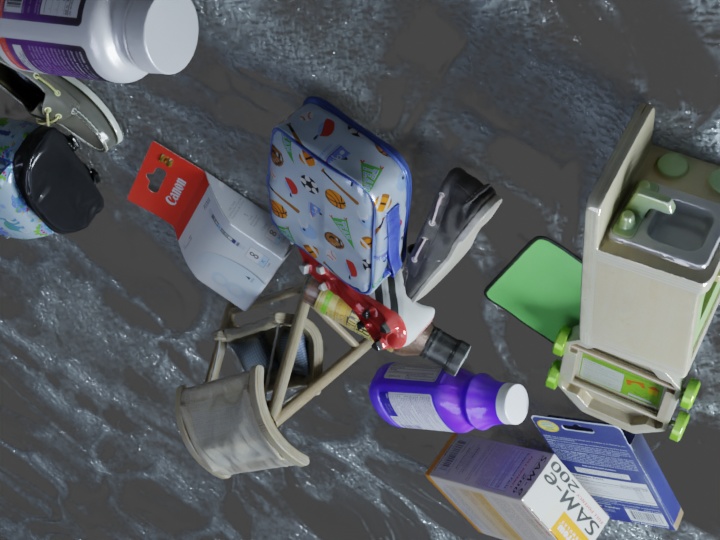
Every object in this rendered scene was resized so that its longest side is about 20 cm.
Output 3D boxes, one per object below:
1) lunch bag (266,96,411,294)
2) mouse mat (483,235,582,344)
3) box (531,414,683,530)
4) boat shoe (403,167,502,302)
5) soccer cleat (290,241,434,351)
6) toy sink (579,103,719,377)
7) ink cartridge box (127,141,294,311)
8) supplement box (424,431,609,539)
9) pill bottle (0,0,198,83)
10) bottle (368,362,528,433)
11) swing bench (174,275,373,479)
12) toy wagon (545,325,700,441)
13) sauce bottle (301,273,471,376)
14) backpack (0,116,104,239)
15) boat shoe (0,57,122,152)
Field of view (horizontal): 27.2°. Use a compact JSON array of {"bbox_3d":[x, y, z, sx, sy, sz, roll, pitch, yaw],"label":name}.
[{"bbox_3d":[-0.017,-0.070,1.517,0.160,0.076,0.201,34,153,21],"label":"lunch bag"},{"bbox_3d":[0.235,0.048,1.547,0.199,0.008,0.161,34,150,-2],"label":"mouse mat"},{"bbox_3d":[0.287,0.225,1.728,0.121,0.033,0.200,4,141,39],"label":"box"},{"bbox_3d":[0.082,-0.037,1.516,0.057,0.067,0.200,46,146,8],"label":"boat shoe"},{"bbox_3d":[0.000,0.000,1.638,0.200,0.085,0.069,49,141,17],"label":"soccer cleat"},{"bbox_3d":[0.268,-0.024,1.295,0.111,0.131,0.201,19,146,20],"label":"toy sink"},{"bbox_3d":[-0.185,-0.049,1.749,0.199,0.047,0.160,33,150,-5],"label":"ink cartridge box"},{"bbox_3d":[0.188,0.273,1.815,0.126,0.074,0.200,48,158,-25],"label":"supplement box"},{"bbox_3d":[-0.262,-0.245,1.477,0.199,0.112,0.112,11,144,32],"label":"pill bottle"},{"bbox_3d":[0.105,0.151,1.756,0.199,0.065,0.084,-1,137,42],"label":"bottle"},{"bbox_3d":[-0.117,0.135,1.802,0.130,0.201,0.198,44,147,-19],"label":"swing bench"},{"bbox_3d":[0.275,0.103,1.548,0.154,0.040,0.201,22,148,15],"label":"toy wagon"},{"bbox_3d":[0.030,0.054,1.687,0.199,0.065,0.065,28,149,7],"label":"sauce bottle"},{"bbox_3d":[-0.438,-0.118,1.813,0.199,0.154,0.163,29,159,30],"label":"backpack"},{"bbox_3d":[-0.356,-0.199,1.678,0.202,0.060,0.072,44,148,-19],"label":"boat shoe"}]
